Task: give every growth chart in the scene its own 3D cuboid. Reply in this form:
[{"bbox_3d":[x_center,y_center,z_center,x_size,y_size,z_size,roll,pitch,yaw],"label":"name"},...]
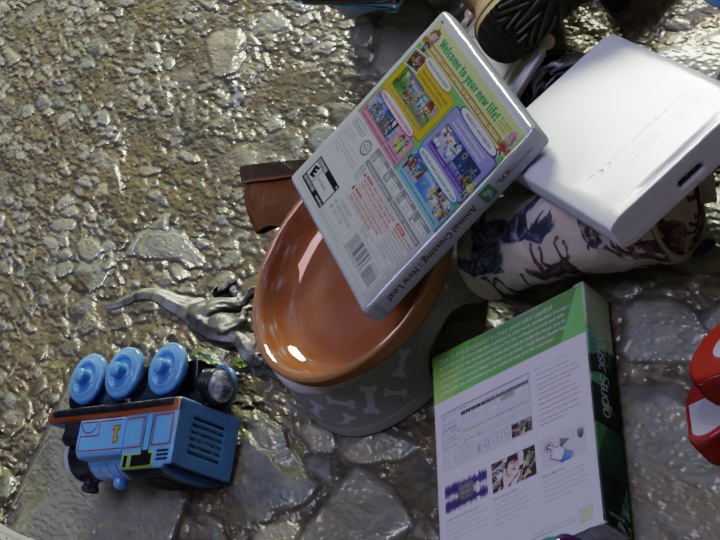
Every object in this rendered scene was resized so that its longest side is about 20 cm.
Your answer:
[{"bbox_3d":[0.085,-0.143,1.701,0.145,0.018,0.200,-56,22,0],"label":"growth chart"}]

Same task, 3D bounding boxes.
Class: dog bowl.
[{"bbox_3d":[0.005,0.027,1.673,0.199,0.059,0.201,-29,45,32],"label":"dog bowl"}]

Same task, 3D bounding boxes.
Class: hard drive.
[{"bbox_3d":[0.179,-0.094,1.478,0.132,0.026,0.200,-42,27,-4],"label":"hard drive"}]

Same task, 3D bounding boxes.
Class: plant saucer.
[{"bbox_3d":[0.000,0.000,1.621,0.199,0.037,0.201,-28,46,33],"label":"plant saucer"}]

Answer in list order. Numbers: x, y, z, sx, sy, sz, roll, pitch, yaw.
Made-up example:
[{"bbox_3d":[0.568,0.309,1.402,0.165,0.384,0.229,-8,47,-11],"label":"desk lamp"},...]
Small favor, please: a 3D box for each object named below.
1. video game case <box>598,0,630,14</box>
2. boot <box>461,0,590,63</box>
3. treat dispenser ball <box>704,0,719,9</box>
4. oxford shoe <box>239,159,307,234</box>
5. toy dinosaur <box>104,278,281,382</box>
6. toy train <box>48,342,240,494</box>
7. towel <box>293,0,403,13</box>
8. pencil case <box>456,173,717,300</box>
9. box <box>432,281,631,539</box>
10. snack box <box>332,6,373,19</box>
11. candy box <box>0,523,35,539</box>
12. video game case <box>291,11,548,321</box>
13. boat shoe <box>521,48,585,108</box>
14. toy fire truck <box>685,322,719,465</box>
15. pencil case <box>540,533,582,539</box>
[{"bbox_3d":[0.231,-0.326,1.709,0.181,0.025,0.201,-42,40,18],"label":"video game case"},{"bbox_3d":[0.142,-0.262,1.677,0.175,0.066,0.200,-37,24,14],"label":"boot"},{"bbox_3d":[0.292,-0.272,1.458,0.200,0.200,0.202,-27,46,32],"label":"treat dispenser ball"},{"bbox_3d":[-0.017,-0.062,1.773,0.199,0.071,0.072,-5,90,43],"label":"oxford shoe"},{"bbox_3d":[-0.119,0.035,1.789,0.199,0.048,0.088,20,39,38],"label":"toy dinosaur"},{"bbox_3d":[-0.183,0.129,1.788,0.199,0.086,0.115,-9,63,44],"label":"toy train"},{"bbox_3d":[0.022,-0.317,1.828,0.146,0.022,0.201,12,74,49],"label":"towel"},{"bbox_3d":[0.158,-0.030,1.532,0.199,0.089,0.079,-12,83,43],"label":"pencil case"},{"bbox_3d":[0.118,0.122,1.501,0.144,0.036,0.201,-28,47,32],"label":"box"},{"bbox_3d":[0.047,-0.341,1.888,0.168,0.068,0.201,-14,56,41],"label":"snack box"},{"bbox_3d":[-0.370,0.302,1.821,0.200,0.136,0.061,-52,39,7],"label":"candy box"},{"bbox_3d":[0.040,-0.081,1.582,0.182,0.022,0.200,-47,34,12],"label":"video game case"},{"bbox_3d":[0.168,-0.128,1.607,0.067,0.057,0.200,-51,38,7],"label":"boat shoe"},{"bbox_3d":[0.291,0.036,1.331,0.200,0.112,0.168,-38,17,22],"label":"toy fire truck"},{"bbox_3d":[0.079,0.246,1.409,0.199,0.085,0.093,-31,15,31],"label":"pencil case"}]
